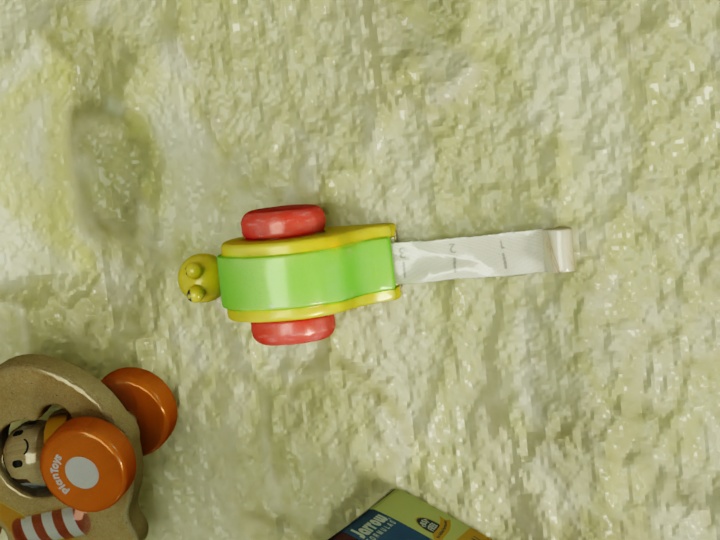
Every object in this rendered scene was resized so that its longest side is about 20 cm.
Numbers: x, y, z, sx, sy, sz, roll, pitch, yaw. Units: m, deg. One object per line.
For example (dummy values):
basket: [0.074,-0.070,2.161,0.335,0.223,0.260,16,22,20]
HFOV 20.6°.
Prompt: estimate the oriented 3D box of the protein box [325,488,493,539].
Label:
protein box: [0.040,0.248,0.946,0.199,0.135,0.200,28,107,14]

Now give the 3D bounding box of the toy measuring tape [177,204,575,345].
toy measuring tape: [0.000,0.000,0.957,0.200,0.074,0.074,-3,97,20]

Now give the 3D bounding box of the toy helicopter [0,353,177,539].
toy helicopter: [-0.176,0.135,1.040,0.132,0.079,0.200,13,115,10]
